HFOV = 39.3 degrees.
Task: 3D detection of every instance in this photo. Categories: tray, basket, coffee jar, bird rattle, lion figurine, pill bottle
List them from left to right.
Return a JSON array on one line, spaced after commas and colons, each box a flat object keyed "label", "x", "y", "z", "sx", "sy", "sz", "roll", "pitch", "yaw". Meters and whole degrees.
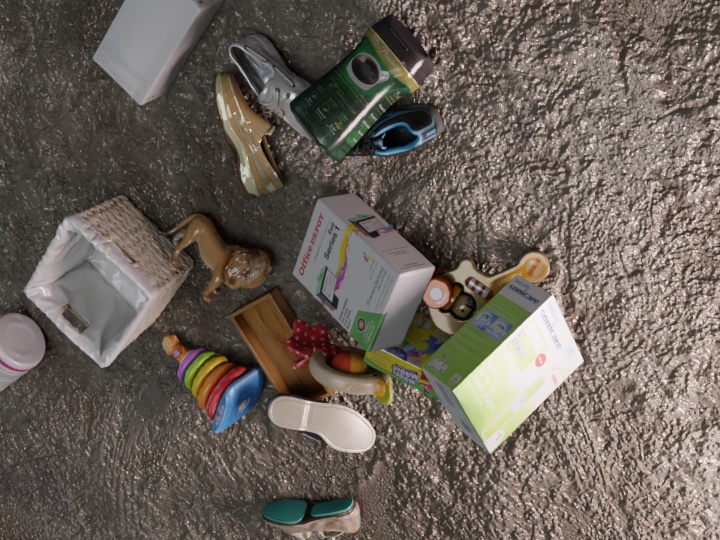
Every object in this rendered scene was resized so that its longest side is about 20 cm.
[{"label": "pill bottle", "x": -0.705, "y": 0.173, "z": 1.937, "sx": 0.199, "sy": 0.113, "sz": 0.114, "roll": -32, "pitch": 98, "yaw": 31}, {"label": "basket", "x": -0.422, "y": 0.010, "z": 1.712, "sx": 0.198, "sy": 0.161, "sz": 0.200, "roll": 42, "pitch": 123, "yaw": 1}, {"label": "lion figurine", "x": -0.243, "y": -0.034, "z": 1.667, "sx": 0.200, "sy": 0.072, "sz": 0.123, "roll": 44, "pitch": 115, "yaw": 5}, {"label": "tray", "x": -0.130, "y": 0.136, "z": 1.713, "sx": 0.098, "sy": 0.037, "sz": 0.202, "roll": -26, "pitch": 101, "yaw": 30}, {"label": "bird rattle", "x": -0.023, "y": 0.142, "z": 1.593, "sx": 0.196, "sy": 0.163, "sz": 0.115, "roll": 18, "pitch": 105, "yaw": -7}, {"label": "coffee jar", "x": 0.003, "y": -0.256, "z": 1.409, "sx": 0.199, "sy": 0.085, "sz": 0.105, "roll": -41, "pitch": 76, "yaw": 7}]

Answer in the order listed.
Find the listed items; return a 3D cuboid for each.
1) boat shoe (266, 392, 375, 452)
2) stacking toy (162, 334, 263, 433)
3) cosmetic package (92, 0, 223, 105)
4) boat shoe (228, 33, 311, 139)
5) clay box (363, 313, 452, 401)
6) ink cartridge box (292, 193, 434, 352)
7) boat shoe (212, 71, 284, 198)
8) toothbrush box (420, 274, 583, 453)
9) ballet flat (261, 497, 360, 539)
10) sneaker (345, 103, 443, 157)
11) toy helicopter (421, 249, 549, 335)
[{"label": "boat shoe", "x": -0.068, "y": 0.253, "z": 1.709, "sx": 0.197, "sy": 0.063, "sz": 0.074, "roll": 20, "pitch": 87, "yaw": -17}, {"label": "stacking toy", "x": -0.277, "y": 0.176, "z": 1.769, "sx": 0.199, "sy": 0.109, "sz": 0.117, "roll": 37, "pitch": 125, "yaw": 18}, {"label": "cosmetic package", "x": -0.310, "y": -0.368, "z": 1.541, "sx": 0.113, "sy": 0.081, "sz": 0.200, "roll": 44, "pitch": 121, "yaw": -1}, {"label": "boat shoe", "x": -0.124, "y": -0.263, "z": 1.491, "sx": 0.200, "sy": 0.069, "sz": 0.071, "roll": 47, "pitch": 129, "yaw": 12}, {"label": "clay box", "x": 0.092, "y": 0.126, "z": 1.562, "sx": 0.197, "sy": 0.115, "sz": 0.048, "roll": 25, "pitch": 129, "yaw": 13}, {"label": "ink cartridge box", "x": 0.000, "y": 0.000, "z": 1.520, "sx": 0.200, "sy": 0.083, "sz": 0.147, "roll": 44, "pitch": 126, "yaw": 32}, {"label": "boat shoe", "x": -0.167, "y": -0.216, "z": 1.561, "sx": 0.075, "sy": 0.072, "sz": 0.203, "roll": -13, "pitch": 115, "yaw": 12}, {"label": "toothbrush box", "x": 0.205, "y": 0.133, "z": 1.443, "sx": 0.086, "sy": 0.199, "sz": 0.147, "roll": 31, "pitch": 158, "yaw": 52}, {"label": "ballet flat", "x": -0.088, "y": 0.454, "z": 1.821, "sx": 0.197, "sy": 0.068, "sz": 0.068, "roll": -8, "pitch": 117, "yaw": 28}, {"label": "sneaker", "x": 0.018, "y": -0.202, "z": 1.469, "sx": 0.196, "sy": 0.082, "sz": 0.074, "roll": -6, "pitch": 113, "yaw": 28}, {"label": "toy helicopter", "x": 0.195, "y": 0.036, "z": 1.505, "sx": 0.198, "sy": 0.079, "sz": 0.134, "roll": -27, "pitch": 94, "yaw": 18}]
